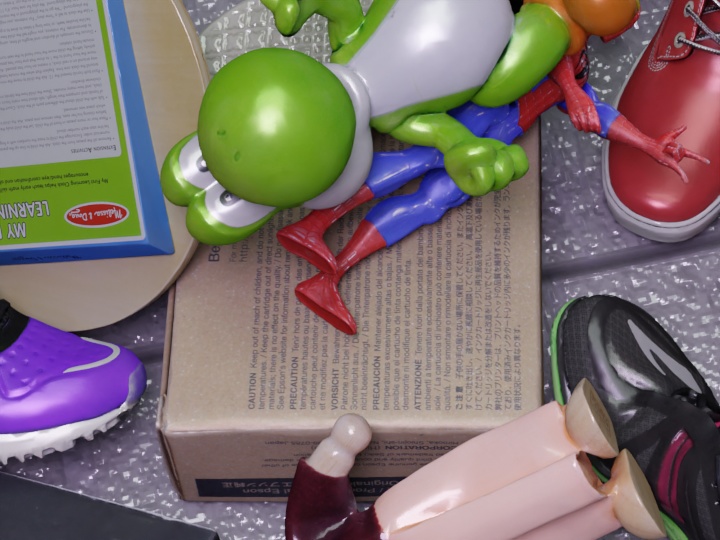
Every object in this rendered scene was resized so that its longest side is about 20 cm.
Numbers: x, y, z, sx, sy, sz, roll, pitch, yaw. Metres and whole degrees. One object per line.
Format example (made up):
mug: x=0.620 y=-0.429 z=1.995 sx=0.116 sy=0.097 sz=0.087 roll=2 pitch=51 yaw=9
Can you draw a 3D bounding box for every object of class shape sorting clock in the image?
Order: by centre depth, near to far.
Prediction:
shape sorting clock: x=-0.141 y=-0.071 z=1.052 sx=0.200 sy=0.201 sz=0.039 roll=37 pitch=30 yaw=22

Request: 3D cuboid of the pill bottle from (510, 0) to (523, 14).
pill bottle: x=0.118 y=-0.211 z=1.185 sx=0.112 sy=0.112 sz=0.200 roll=37 pitch=68 yaw=21

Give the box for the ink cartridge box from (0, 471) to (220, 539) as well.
ink cartridge box: x=-0.166 y=0.132 z=1.034 sx=0.199 sy=0.037 sz=0.095 roll=12 pitch=60 yaw=14

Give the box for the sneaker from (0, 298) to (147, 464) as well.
sneaker: x=-0.191 y=0.022 z=1.045 sx=0.198 sy=0.100 sz=0.070 roll=2 pitch=18 yaw=7

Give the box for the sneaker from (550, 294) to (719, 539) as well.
sneaker: x=0.153 y=0.083 z=1.016 sx=0.076 sy=0.084 sz=0.200 roll=-18 pitch=62 yaw=-35

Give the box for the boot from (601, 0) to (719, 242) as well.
boot: x=0.165 y=-0.123 z=1.112 sx=0.072 sy=0.145 sz=0.201 roll=20 pitch=63 yaw=12

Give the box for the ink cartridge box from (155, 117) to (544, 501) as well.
ink cartridge box: x=0.000 y=0.000 z=1.085 sx=0.163 sy=0.075 sz=0.201 roll=0 pitch=59 yaw=4

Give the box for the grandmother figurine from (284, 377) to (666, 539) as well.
grandmother figurine: x=0.016 y=0.114 z=0.994 sx=0.199 sy=0.061 sz=0.122 roll=-29 pitch=94 yaw=11

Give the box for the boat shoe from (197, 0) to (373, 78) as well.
boat shoe: x=-0.009 y=-0.103 z=1.072 sx=0.200 sy=0.062 sz=0.075 roll=-43 pitch=69 yaw=-5

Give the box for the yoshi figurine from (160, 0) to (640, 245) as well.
yoshi figurine: x=0.010 y=-0.080 z=0.962 sx=0.200 sy=0.112 sz=0.112 roll=-36 pitch=49 yaw=-7

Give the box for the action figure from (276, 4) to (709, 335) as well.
action figure: x=0.069 y=-0.046 z=1.029 sx=0.099 sy=0.065 sz=0.200 roll=31 pitch=65 yaw=29
